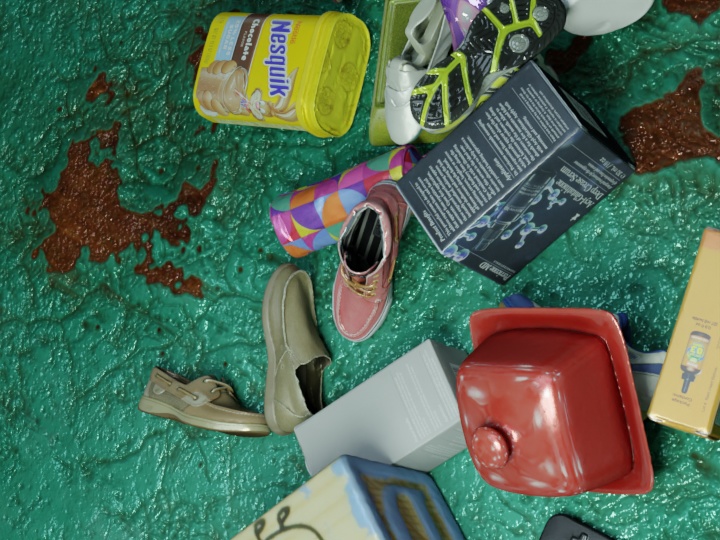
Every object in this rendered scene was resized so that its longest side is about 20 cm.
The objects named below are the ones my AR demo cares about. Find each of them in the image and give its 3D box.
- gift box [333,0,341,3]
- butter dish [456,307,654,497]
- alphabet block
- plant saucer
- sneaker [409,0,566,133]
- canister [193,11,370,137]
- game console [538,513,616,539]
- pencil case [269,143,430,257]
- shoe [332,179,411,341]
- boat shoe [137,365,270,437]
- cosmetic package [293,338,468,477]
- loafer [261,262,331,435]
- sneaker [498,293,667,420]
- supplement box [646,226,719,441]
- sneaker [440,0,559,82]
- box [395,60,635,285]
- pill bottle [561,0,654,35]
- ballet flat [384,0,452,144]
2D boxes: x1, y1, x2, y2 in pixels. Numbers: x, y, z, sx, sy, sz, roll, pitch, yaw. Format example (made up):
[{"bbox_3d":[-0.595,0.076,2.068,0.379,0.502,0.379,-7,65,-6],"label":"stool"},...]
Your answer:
[{"bbox_3d":[-0.061,-0.458,1.868,0.187,0.184,0.200,-45,54,4],"label":"gift box"},{"bbox_3d":[0.166,0.149,1.513,0.199,0.148,0.201,-1,110,45],"label":"butter dish"},{"bbox_3d":[-0.005,0.333,1.594,0.200,0.196,0.196,-40,57,18],"label":"alphabet block"},{"bbox_3d":[0.094,-0.251,1.783,0.199,0.048,0.201,0,76,33],"label":"plant saucer"},{"bbox_3d":[0.131,-0.223,1.615,0.200,0.076,0.076,-38,83,-1],"label":"sneaker"},{"bbox_3d":[-0.100,-0.245,1.884,0.199,0.086,0.149,8,81,36],"label":"canister"},{"bbox_3d":[0.202,0.356,1.501,0.175,0.116,0.201,24,90,35],"label":"game console"},{"bbox_3d":[-0.007,-0.080,1.782,0.199,0.088,0.089,-19,67,25],"label":"pencil case"},{"bbox_3d":[0.000,0.000,1.706,0.071,0.091,0.201,22,115,13],"label":"shoe"},{"bbox_3d":[-0.187,0.156,1.835,0.199,0.071,0.065,10,83,36],"label":"boat shoe"},{"bbox_3d":[0.036,0.174,1.680,0.200,0.090,0.107,-35,61,24],"label":"cosmetic package"},{"bbox_3d":[-0.069,0.091,1.781,0.067,0.076,0.201,-4,84,31],"label":"loafer"},{"bbox_3d":[0.237,0.072,1.593,0.200,0.075,0.088,37,90,25],"label":"sneaker"},{"bbox_3d":[0.349,0.064,1.516,0.066,0.069,0.201,17,84,26],"label":"supplement box"},{"bbox_3d":[0.128,-0.249,1.678,0.088,0.080,0.200,-40,102,-1],"label":"sneaker"},{"bbox_3d":[0.166,-0.100,1.633,0.200,0.148,0.107,-42,58,17],"label":"box"},{"bbox_3d":[0.247,-0.370,1.678,0.112,0.113,0.201,-23,65,25],"label":"pill bottle"},{"bbox_3d":[0.065,-0.244,1.730,0.069,0.069,0.201,24,91,35],"label":"ballet flat"}]
